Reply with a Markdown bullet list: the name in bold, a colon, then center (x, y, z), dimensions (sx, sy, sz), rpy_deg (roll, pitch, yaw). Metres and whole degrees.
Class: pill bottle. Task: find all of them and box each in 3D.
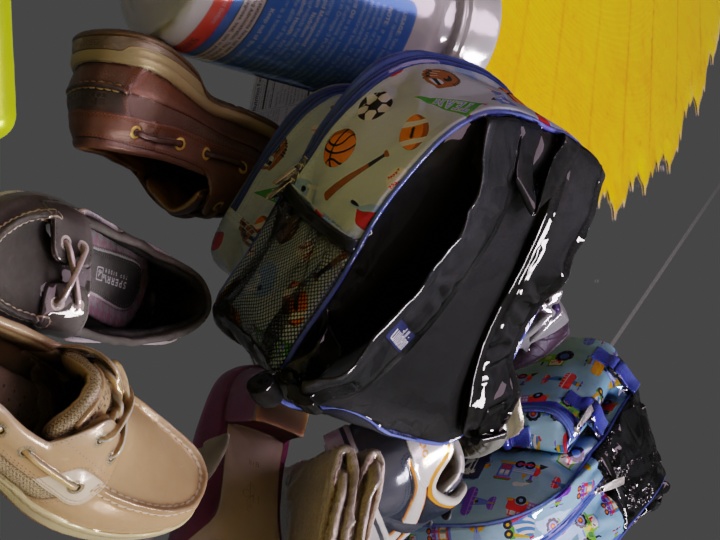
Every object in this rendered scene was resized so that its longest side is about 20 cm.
- **pill bottle**: center (-0.023, -0.155, 0.971), dimensions (0.199, 0.112, 0.114), rpy_deg (13, 73, -34)

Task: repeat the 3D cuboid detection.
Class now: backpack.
- **backpack**: center (0.029, -0.018, 0.942), dimensions (0.191, 0.154, 0.199), rpy_deg (-52, 145, 15)
- **backpack**: center (0.096, 0.151, 1.218), dimensions (0.200, 0.181, 0.136), rpy_deg (-44, 124, -47)

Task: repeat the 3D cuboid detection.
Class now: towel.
- **towel**: center (-0.030, 0.168, 0.965), dimensions (0.200, 0.034, 0.134), rpy_deg (147, -45, -72)

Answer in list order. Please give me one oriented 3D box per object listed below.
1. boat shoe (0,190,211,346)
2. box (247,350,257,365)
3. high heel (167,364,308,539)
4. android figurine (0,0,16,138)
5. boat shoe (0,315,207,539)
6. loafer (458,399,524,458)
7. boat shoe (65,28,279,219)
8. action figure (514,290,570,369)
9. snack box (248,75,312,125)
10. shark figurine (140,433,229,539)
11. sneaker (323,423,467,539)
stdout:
- **boat shoe**: center (-0.130, 0.002, 0.852), dimensions (0.200, 0.056, 0.068), rpy_deg (19, 78, -72)
- **box**: center (0.000, 0.000, 1.137), dimensions (0.201, 0.081, 0.069), rpy_deg (-60, 140, -47)
- **high heel**: center (-0.084, 0.144, 0.972), dimensions (0.067, 0.096, 0.202), rpy_deg (21, 69, -20)
- **android figurine**: center (-0.211, -0.089, 0.751), dimensions (0.182, 0.041, 0.202), rpy_deg (5, 81, -65)
- **boat shoe**: center (-0.135, 0.070, 0.799), dimensions (0.199, 0.064, 0.072), rpy_deg (29, 47, -42)
- **loafer**: center (0.063, 0.065, 1.151), dimensions (0.200, 0.069, 0.076), rpy_deg (-152, -138, -69)
- **boat shoe**: center (-0.093, -0.060, 0.967), dimensions (0.200, 0.071, 0.068), rpy_deg (34, 62, -52)
- **action figure**: center (0.094, -0.006, 1.134), dimensions (0.200, 0.069, 0.131), rpy_deg (53, 18, -63)
- **snack box**: center (-0.026, -0.154, 1.108), dimensions (0.024, 0.071, 0.202), rpy_deg (40, 51, -49)
- **shark figurine**: center (-0.120, 0.178, 0.857), dimensions (0.215, 0.089, 0.129), rpy_deg (-47, 130, -54)
- **sneaker**: center (0.025, 0.128, 1.098), dimensions (0.200, 0.079, 0.079), rpy_deg (85, -16, -79)
